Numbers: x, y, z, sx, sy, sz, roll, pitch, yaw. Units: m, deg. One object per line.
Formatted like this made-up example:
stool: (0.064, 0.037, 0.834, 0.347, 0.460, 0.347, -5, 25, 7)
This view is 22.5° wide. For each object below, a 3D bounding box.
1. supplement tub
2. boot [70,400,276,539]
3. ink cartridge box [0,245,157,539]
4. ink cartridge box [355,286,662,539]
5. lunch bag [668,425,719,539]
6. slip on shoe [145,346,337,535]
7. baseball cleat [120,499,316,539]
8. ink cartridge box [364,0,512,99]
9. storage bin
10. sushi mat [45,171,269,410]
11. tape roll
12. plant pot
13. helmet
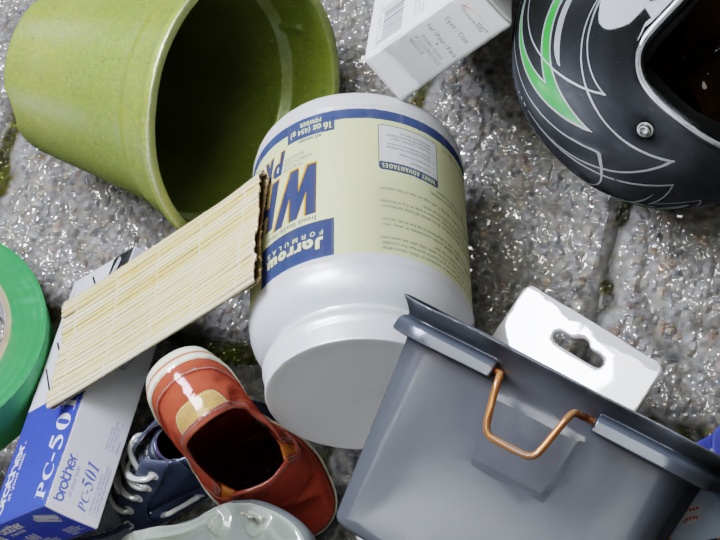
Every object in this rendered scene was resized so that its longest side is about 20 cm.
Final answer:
supplement tub: (0.000, 0.000, 1.183, 0.145, 0.145, 0.200, -14, 50, 16)
boot: (-0.148, 0.137, 1.248, 0.200, 0.090, 0.073, -28, 65, 10)
ink cartridge box: (-0.190, 0.089, 1.256, 0.094, 0.044, 0.200, -27, 41, 50)
ink cartridge box: (0.104, 0.125, 1.170, 0.116, 0.067, 0.200, 33, 86, 27)
lunch bag: (0.232, 0.188, 1.074, 0.200, 0.124, 0.170, -30, 64, -4)
slip on shoe: (-0.070, 0.125, 1.163, 0.074, 0.200, 0.061, -36, 47, -1)
baseball cleat: (-0.078, 0.189, 1.183, 0.200, 0.106, 0.070, -9, 72, 45)
ink cartridge box: (0.087, -0.222, 1.225, 0.176, 0.045, 0.200, -34, 25, 25)
storage bin: (0.087, 0.118, 1.005, 0.200, 0.146, 0.134, 26, 90, 17)
sushi mat: (-0.135, 0.015, 1.191, 0.200, 0.012, 0.096, -31, 41, 31)
tape roll: (-0.324, 0.059, 1.320, 0.200, 0.048, 0.201, -2, 52, 2)
plant pot: (-0.148, -0.131, 1.298, 0.184, 0.200, 0.200, 15, 78, 35)
helmet: (0.192, -0.138, 1.161, 0.200, 0.200, 0.191, 20, 101, 25)
